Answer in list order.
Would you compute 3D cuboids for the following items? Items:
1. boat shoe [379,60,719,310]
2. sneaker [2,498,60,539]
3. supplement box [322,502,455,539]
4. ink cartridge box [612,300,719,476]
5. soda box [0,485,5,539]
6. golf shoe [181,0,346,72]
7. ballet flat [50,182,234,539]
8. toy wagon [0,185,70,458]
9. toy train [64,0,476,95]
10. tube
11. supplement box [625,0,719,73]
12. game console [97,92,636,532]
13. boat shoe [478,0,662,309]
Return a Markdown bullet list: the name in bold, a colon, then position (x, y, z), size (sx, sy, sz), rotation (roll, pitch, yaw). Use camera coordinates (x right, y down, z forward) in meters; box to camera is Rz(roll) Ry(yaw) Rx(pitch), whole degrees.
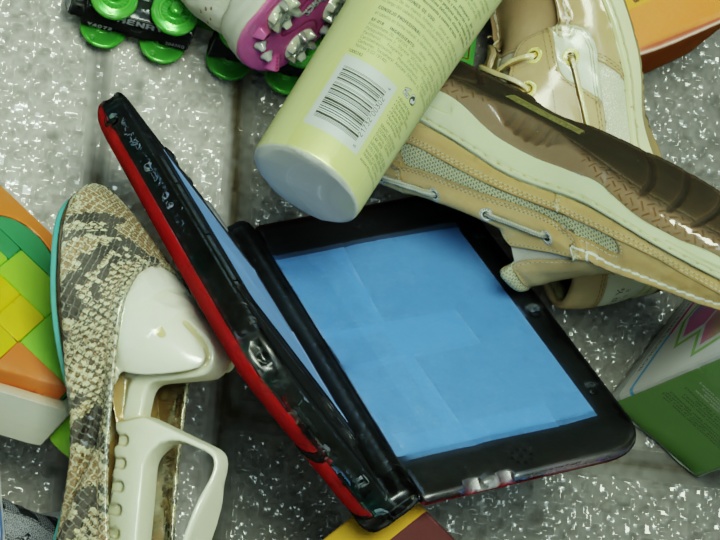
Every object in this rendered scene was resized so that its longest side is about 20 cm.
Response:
- **boat shoe**: position (0.088, -0.024, 0.994), size (0.199, 0.072, 0.077), rotation (31, 110, 25)
- **sneaker**: position (-0.156, 0.123, 0.933), size (0.199, 0.114, 0.076), rotation (25, 80, -7)
- **supplement box**: position (0.013, 0.236, 0.901), size (0.197, 0.133, 0.200), rotation (-36, 57, -18)
- **ink cartridge box**: position (0.195, 0.023, 1.002), size (0.059, 0.200, 0.104), rotation (41, 71, -4)
- **soda box**: position (-0.168, 0.065, 0.839), size (0.063, 0.068, 0.202), rotation (-4, 90, -3)
- **golf shoe**: position (-0.009, -0.183, 1.026), size (0.091, 0.075, 0.200), rotation (37, 71, 23)
- **ballet flat**: position (-0.084, 0.065, 0.892), size (0.068, 0.075, 0.202), rotation (14, 76, -57)
- **toy wagon**: position (-0.155, 0.017, 0.948), size (0.200, 0.155, 0.040), rotation (43, 114, -2)
- **toy train**: position (-0.038, -0.115, 1.060), size (0.199, 0.042, 0.057), rotation (14, 65, -11)
- **tube**: position (0.025, -0.112, 0.969), size (0.052, 0.058, 0.201), rotation (22, 66, 20)
- **supplement box**: position (0.105, -0.194, 1.099), size (0.068, 0.067, 0.201), rotation (-24, 85, -18)
- **game console**: position (0.000, 0.000, 0.953), size (0.118, 0.200, 0.173), rotation (-35, 132, 0)
- **boat shoe**: position (0.090, -0.078, 1.053), size (0.066, 0.074, 0.201), rotation (-19, 91, -27)
